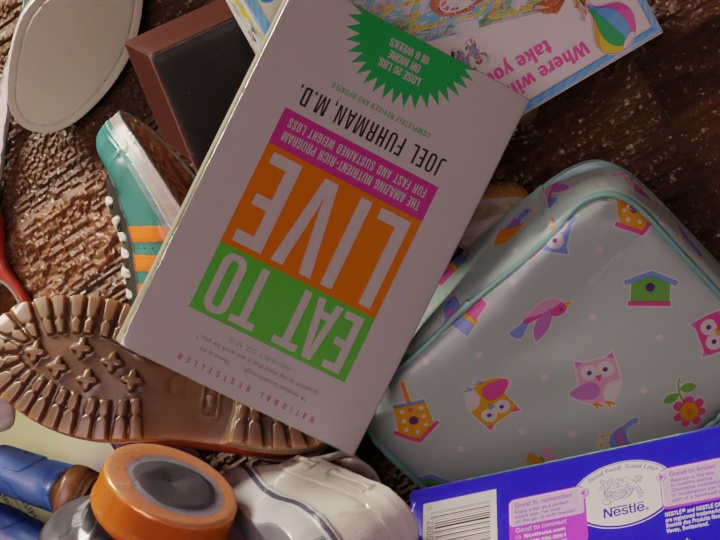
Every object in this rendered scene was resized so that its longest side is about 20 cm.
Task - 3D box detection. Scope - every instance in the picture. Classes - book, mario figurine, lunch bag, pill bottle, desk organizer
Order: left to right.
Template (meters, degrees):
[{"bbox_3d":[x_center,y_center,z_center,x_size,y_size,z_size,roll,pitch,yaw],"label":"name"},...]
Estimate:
[{"bbox_3d":[-0.248,0.117,0.868,0.199,0.106,0.124,20,61,12],"label":"mario figurine"},{"bbox_3d":[-0.130,0.189,0.810,0.106,0.106,0.201,31,111,18],"label":"pill bottle"},{"bbox_3d":[-0.026,-0.134,0.885,0.199,0.077,0.072,-27,112,-13],"label":"desk organizer"},{"bbox_3d":[-0.018,-0.026,0.787,0.133,0.048,0.201,26,87,-9],"label":"book"},{"bbox_3d":[0.107,0.055,0.836,0.160,0.077,0.200,42,108,-16],"label":"lunch bag"}]

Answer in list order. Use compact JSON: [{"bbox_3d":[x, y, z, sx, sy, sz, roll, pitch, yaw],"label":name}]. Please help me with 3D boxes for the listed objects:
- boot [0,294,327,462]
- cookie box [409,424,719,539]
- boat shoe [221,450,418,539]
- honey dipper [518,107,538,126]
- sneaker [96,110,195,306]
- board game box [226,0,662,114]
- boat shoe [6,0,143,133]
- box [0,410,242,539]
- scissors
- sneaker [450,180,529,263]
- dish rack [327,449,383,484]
[{"bbox_3d":[-0.105,0.068,0.862,0.199,0.107,0.075,12,77,2],"label":"boot"},{"bbox_3d":[0.138,0.174,0.780,0.170,0.200,0.075,-15,45,19],"label":"cookie box"},{"bbox_3d":[-0.021,0.126,0.805,0.070,0.200,0.071,-28,94,-16],"label":"boat shoe"},{"bbox_3d":[0.005,-0.091,0.921,0.199,0.038,0.038,1,89,18],"label":"honey dipper"},{"bbox_3d":[-0.117,0.001,0.945,0.080,0.071,0.200,-33,79,12],"label":"sneaker"},{"bbox_3d":[0.046,-0.137,0.838,0.200,0.034,0.135,-31,97,-13],"label":"board game box"},{"bbox_3d":[-0.174,-0.185,0.987,0.201,0.073,0.062,-69,27,14],"label":"boat shoe"},{"bbox_3d":[-0.199,0.156,0.960,0.200,0.097,0.176,-39,76,16],"label":"box"},{"bbox_3d":[-0.250,-0.041,1.025,0.073,0.014,0.201,-5,89,22],"label":"scissors"},{"bbox_3d":[0.000,0.000,0.880,0.199,0.076,0.088,-4,95,2],"label":"sneaker"},{"bbox_3d":[-0.041,0.209,0.863,0.200,0.055,0.153,-40,34,-4],"label":"dish rack"}]
